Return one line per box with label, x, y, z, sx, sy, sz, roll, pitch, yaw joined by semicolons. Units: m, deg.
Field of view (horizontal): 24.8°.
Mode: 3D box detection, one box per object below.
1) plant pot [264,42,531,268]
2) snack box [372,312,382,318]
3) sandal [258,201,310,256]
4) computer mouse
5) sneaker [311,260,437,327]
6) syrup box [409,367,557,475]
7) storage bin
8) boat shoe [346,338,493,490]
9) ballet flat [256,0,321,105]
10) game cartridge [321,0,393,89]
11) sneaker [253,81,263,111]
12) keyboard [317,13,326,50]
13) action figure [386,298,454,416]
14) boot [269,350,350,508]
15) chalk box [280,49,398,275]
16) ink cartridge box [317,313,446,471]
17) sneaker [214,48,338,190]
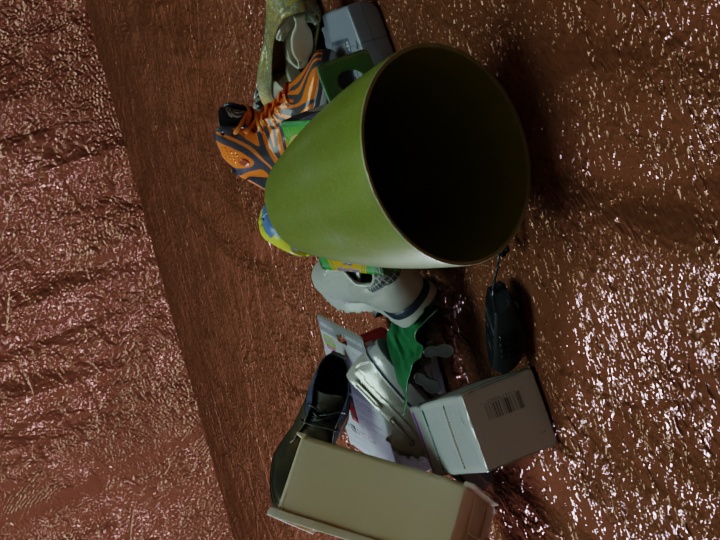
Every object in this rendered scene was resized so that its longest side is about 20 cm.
plant pot;0.012;-0.079;1.416;0.200;0.187;0.188;-15;93;50
snack box;0.028;-0.017;1.881;0.200;0.024;0.072;106;146;-65
sandal;-0.043;-0.092;1.688;0.200;0.079;0.087;-61;-3;-48
computer mouse;0.136;0.008;1.519;0.059;0.034;0.201;-100;6;-58
sneaker;0.000;0.000;1.728;0.080;0.077;0.200;39;165;-29
syrup box;0.119;0.154;1.640;0.200;0.078;0.082;151;99;-75
storage bin;0.031;0.257;1.747;0.199;0.199;0.094;49;-124;-70
boat shoe;0.060;0.170;1.783;0.200;0.070;0.071;49;-162;6
ballet flat;-0.075;-0.231;1.797;0.200;0.070;0.071;96;152;-48
game cartridge;0.013;-0.182;1.728;0.133;0.041;0.201;-159;53;-76
sneaker;-0.080;-0.165;1.968;0.081;0.075;0.201;29;-125;-67
keyboard;-0.046;-0.216;1.863;0.127;0.021;0.201;144;118;-78
action figure;0.062;0.065;1.754;0.200;0.054;0.119;-104;33;-69
boot;-0.058;0.183;1.869;0.200;0.074;0.097;-70;-10;-48
chalk box;0.014;-0.110;1.587;0.124;0.124;0.201;8;117;58
ink cartridge box;0.031;0.133;1.929;0.200;0.084;0.176;-157;50;-71
sneaker;-0.097;-0.166;1.768;0.078;0.112;0.200;-76;8;-51
